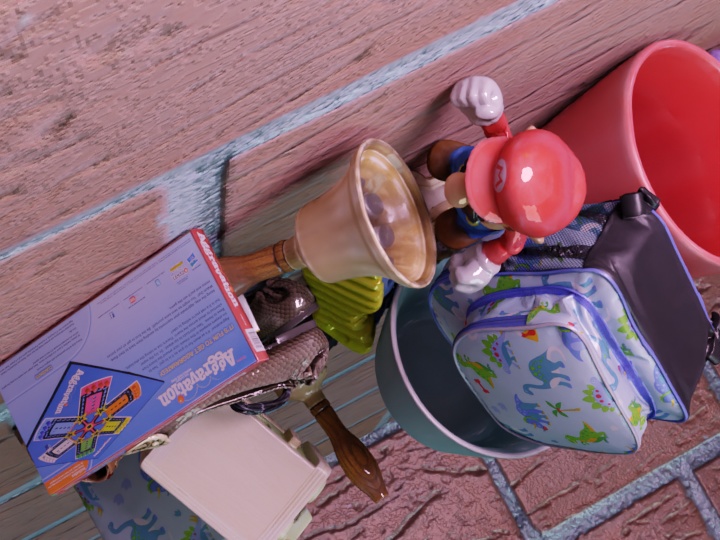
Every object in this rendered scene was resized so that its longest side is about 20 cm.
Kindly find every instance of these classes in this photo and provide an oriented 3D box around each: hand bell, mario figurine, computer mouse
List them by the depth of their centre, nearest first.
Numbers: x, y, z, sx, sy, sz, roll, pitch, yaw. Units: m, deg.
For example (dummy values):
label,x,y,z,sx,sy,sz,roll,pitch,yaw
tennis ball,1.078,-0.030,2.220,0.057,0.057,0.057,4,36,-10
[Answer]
label,x,y,z,sx,sy,sz,roll,pitch,yaw
hand bell,-0.058,-0.007,1.004,0.199,0.105,0.104,-21,174,24
mario figurine,0.078,-0.059,1.010,0.106,0.124,0.200,-44,-173,-9
computer mouse,-0.061,0.070,1.318,0.034,0.058,0.200,-57,175,39
hand bell,-0.035,0.141,1.412,0.104,0.201,0.104,-34,172,-6

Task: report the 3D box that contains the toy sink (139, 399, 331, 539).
label,x,y,z,sx,sy,sz,roll,pitch,yaw
toy sink,-0.102,0.196,1.379,0.112,0.200,0.130,-49,-173,-3

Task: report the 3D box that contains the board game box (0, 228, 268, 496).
label,x,y,z,sx,sy,sz,roll,pitch,yaw
board game box,-0.165,0.066,1.003,0.199,0.104,0.019,-33,168,22

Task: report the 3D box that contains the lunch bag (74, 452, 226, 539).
label,x,y,z,sx,sy,sz,roll,pitch,yaw
lunch bag,-0.177,0.218,1.497,0.199,0.171,0.127,-32,178,15

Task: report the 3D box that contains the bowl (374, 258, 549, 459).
label,x,y,z,sx,sy,sz,roll,pitch,yaw
bowl,0.091,0.083,1.274,0.200,0.202,0.105,-21,169,-35

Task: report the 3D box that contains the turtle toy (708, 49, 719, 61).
label,x,y,z,sx,sy,sz,roll,pitch,yaw
turtle toy,0.339,-0.144,1.301,0.101,0.146,0.200,-48,-176,-37

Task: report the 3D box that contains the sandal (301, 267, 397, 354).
label,x,y,z,sx,sy,sz,roll,pitch,yaw
sandal,0.000,0.000,1.252,0.087,0.079,0.200,-56,173,-18

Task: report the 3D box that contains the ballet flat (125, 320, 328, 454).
label,x,y,z,sx,sy,sz,roll,pitch,yaw
ballet flat,-0.105,0.097,1.101,0.199,0.047,0.067,-26,180,-32

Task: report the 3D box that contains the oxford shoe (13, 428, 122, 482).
label,x,y,z,sx,sy,sz,roll,pitch,yaw
oxford shoe,-0.247,0.163,1.343,0.071,0.072,0.200,-34,170,19

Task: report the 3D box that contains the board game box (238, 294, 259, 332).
label,x,y,z,sx,sy,sz,roll,pitch,yaw
board game box,-0.160,0.071,1.143,0.134,0.034,0.200,-26,179,-14

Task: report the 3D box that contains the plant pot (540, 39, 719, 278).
label,x,y,z,sx,sy,sz,roll,pitch,yaw
plant pot,0.222,-0.070,1.206,0.200,0.202,0.177,-18,176,-45

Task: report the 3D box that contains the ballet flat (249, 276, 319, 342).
label,x,y,z,sx,sy,sz,roll,pitch,yaw
ballet flat,-0.108,0.053,1.280,0.067,0.047,0.200,-39,-176,-41

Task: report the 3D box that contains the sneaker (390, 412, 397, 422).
label,x,y,z,sx,sy,sz,roll,pitch,yaw
sneaker,0.113,0.104,1.410,0.199,0.067,0.091,-28,168,-17

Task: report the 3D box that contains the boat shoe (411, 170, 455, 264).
label,x,y,z,sx,sy,sz,roll,pitch,yaw
boat shoe,0.057,-0.039,1.192,0.074,0.067,0.200,-33,169,23

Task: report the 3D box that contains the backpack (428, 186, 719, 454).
label,x,y,z,sx,sy,sz,roll,pitch,yaw
backpack,0.153,0.044,1.121,0.199,0.184,0.147,1,-135,47

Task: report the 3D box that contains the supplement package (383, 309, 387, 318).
label,x,y,z,sx,sy,sz,roll,pitch,yaw
supplement package,0.123,0.000,1.433,0.199,0.110,0.114,-26,169,-20
